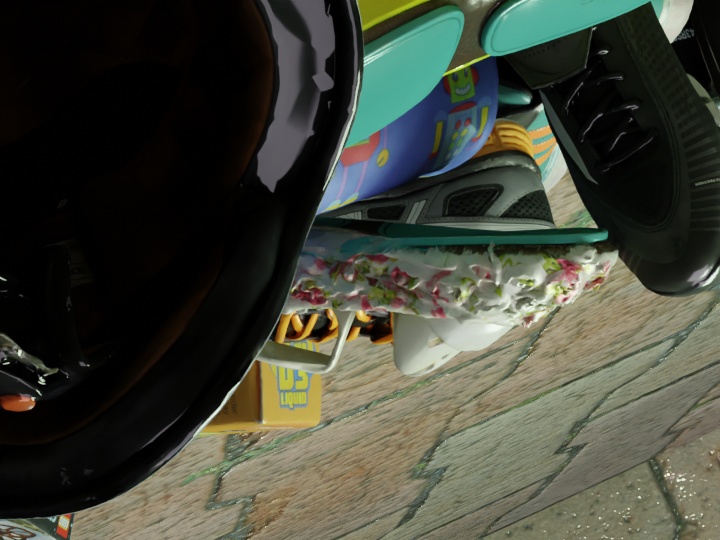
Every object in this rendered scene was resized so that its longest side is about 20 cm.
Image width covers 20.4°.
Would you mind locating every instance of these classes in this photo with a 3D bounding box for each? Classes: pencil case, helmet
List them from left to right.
[{"bbox_3d":[-0.102,-0.046,0.569,0.200,0.191,0.200,12,144,9],"label":"helmet"},{"bbox_3d":[-0.033,-0.053,0.748,0.087,0.078,0.200,-2,-167,40],"label":"pencil case"}]

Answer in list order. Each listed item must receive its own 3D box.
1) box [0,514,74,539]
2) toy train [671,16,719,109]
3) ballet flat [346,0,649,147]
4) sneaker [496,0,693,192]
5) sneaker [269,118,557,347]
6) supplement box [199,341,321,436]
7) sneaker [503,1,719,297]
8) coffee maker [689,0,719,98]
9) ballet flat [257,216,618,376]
[{"bbox_3d":[-0.222,0.078,0.884,0.136,0.038,0.200,2,160,15],"label":"box"},{"bbox_3d":[0.189,-0.112,1.066,0.200,0.085,0.114,-17,175,-38],"label":"toy train"},{"bbox_3d":[0.025,-0.098,0.702,0.200,0.067,0.067,-26,157,-26],"label":"ballet flat"},{"bbox_3d":[0.073,-0.089,0.965,0.080,0.071,0.200,-11,152,-37],"label":"sneaker"},{"bbox_3d":[0.000,0.000,0.869,0.200,0.077,0.078,-22,165,-15],"label":"sneaker"},{"bbox_3d":[-0.121,0.052,0.966,0.200,0.069,0.067,-9,173,25],"label":"supplement box"},{"bbox_3d":[0.088,-0.082,0.785,0.066,0.200,0.090,-29,153,31],"label":"sneaker"},{"bbox_3d":[0.258,-0.143,0.960,0.200,0.135,0.192,-20,164,-22],"label":"coffee maker"},{"bbox_3d":[0.001,0.009,0.791,0.200,0.064,0.076,3,-174,13],"label":"ballet flat"}]
